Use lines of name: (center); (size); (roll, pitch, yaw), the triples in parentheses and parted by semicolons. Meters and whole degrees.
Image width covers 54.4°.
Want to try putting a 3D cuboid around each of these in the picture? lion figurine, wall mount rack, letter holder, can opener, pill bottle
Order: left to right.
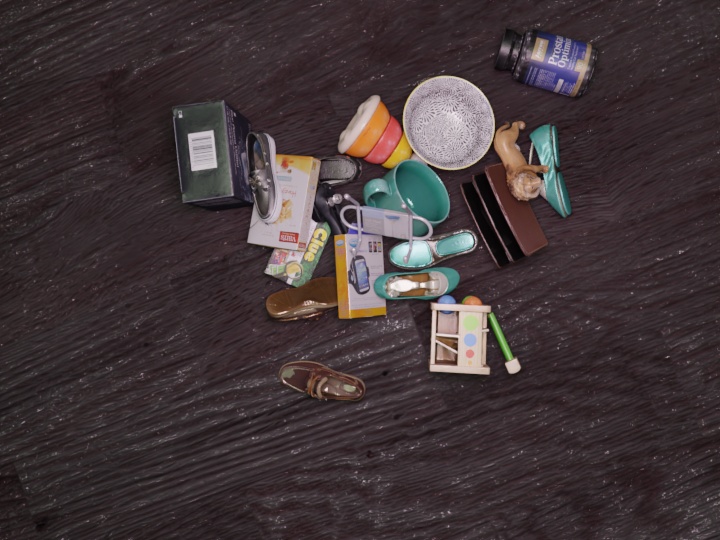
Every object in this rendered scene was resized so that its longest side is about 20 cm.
can opener: (-0.049, -0.099, 1.541); (0.063, 0.078, 0.201); (-40, 108, -33)
wall mount rack: (0.042, -0.096, 1.396); (0.197, 0.175, 0.075); (10, 48, 14)
letter holder: (0.289, -0.113, 1.471); (0.100, 0.142, 0.202); (-27, 87, 34)
lion figurine: (0.321, -0.232, 1.457); (0.073, 0.122, 0.201); (-50, 61, 43)
pill bottle: (0.393, -0.448, 1.499); (0.198, 0.112, 0.113); (16, 90, 4)

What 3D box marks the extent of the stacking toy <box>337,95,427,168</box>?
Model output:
stacking toy: (0.062, -0.269, 1.531); (0.199, 0.146, 0.147); (35, 92, -13)

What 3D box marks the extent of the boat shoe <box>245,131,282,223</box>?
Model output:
boat shoe: (-0.214, -0.201, 1.501); (0.068, 0.056, 0.203); (-16, 74, 33)

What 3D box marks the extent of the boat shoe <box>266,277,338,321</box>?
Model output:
boat shoe: (-0.110, 0.072, 1.548); (0.198, 0.072, 0.073); (-16, 59, -15)

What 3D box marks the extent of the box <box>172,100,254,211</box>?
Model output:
box: (-0.305, -0.240, 1.505); (0.116, 0.200, 0.200); (-6, 89, 6)

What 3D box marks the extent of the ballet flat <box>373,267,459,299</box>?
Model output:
ballet flat: (0.128, 0.033, 1.508); (0.197, 0.070, 0.068); (-5, 97, -12)

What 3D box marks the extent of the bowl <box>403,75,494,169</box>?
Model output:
bowl: (0.181, -0.306, 1.514); (0.198, 0.094, 0.204); (1, 84, -6)

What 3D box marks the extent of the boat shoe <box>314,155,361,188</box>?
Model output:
boat shoe: (-0.098, -0.217, 1.556); (0.199, 0.063, 0.075); (-6, 95, 10)

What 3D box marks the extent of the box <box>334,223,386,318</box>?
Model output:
box: (0.000, 0.000, 1.521); (0.041, 0.118, 0.203); (-7, 86, 43)

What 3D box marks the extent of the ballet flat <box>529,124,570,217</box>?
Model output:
ballet flat: (0.404, -0.210, 1.517); (0.070, 0.067, 0.203); (-11, 89, 28)

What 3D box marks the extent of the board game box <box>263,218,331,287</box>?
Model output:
board game box: (-0.130, -0.067, 1.564); (0.104, 0.023, 0.202); (23, 91, -15)

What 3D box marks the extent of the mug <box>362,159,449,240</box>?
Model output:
mug: (0.086, -0.151, 1.492); (0.184, 0.114, 0.153); (37, 48, -16)

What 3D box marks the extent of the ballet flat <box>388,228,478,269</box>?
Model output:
ballet flat: (0.160, -0.045, 1.535); (0.197, 0.064, 0.068); (-12, 91, 10)

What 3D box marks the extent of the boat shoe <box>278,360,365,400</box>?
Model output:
boat shoe: (-0.087, 0.247, 1.543); (0.197, 0.072, 0.073); (15, 90, 4)

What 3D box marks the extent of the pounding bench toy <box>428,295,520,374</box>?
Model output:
pounding bench toy: (0.246, 0.134, 1.493); (0.197, 0.124, 0.158); (3, 89, 4)

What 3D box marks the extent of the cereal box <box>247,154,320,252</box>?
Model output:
cereal box: (-0.167, -0.148, 1.521); (0.142, 0.039, 0.203); (8, 88, 32)
